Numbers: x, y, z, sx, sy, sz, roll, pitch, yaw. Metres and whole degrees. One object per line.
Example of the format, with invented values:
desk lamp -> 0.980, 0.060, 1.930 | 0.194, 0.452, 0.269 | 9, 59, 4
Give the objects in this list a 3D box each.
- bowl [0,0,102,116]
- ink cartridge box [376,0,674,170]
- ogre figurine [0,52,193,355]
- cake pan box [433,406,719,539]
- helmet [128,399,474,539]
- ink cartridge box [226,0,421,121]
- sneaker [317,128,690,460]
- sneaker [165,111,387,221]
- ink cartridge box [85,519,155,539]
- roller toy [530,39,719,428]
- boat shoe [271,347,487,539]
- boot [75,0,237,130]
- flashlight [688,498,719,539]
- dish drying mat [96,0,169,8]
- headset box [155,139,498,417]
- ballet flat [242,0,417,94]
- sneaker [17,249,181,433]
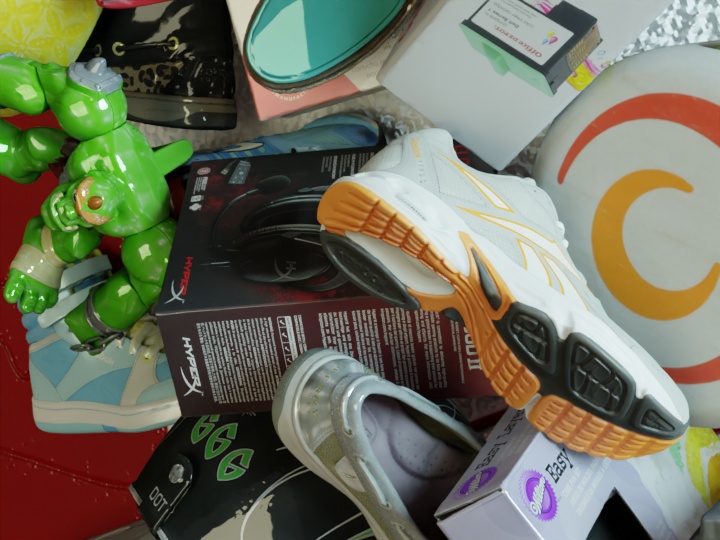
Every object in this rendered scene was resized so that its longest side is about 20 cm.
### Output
bowl -> -0.247, -0.208, 0.959 | 0.200, 0.107, 0.201 | -20, 62, 43
ink cartridge box -> 0.109, -0.163, 0.731 | 0.084, 0.145, 0.200 | 36, 139, -8
ogre figurine -> -0.168, -0.050, 0.906 | 0.119, 0.098, 0.201 | -13, 89, 35
cake pan box -> 0.139, 0.140, 0.771 | 0.052, 0.200, 0.185 | -35, 94, 37
helmet -> -0.018, 0.135, 0.890 | 0.190, 0.200, 0.200 | -34, 75, -10
ink cartridge box -> -0.026, -0.198, 0.869 | 0.116, 0.067, 0.201 | -15, 94, 11
sneaker -> 0.082, 0.002, 0.717 | 0.200, 0.092, 0.076 | 40, 142, 2
sneaker -> -0.066, -0.044, 0.944 | 0.199, 0.090, 0.079 | -11, 96, 34
ink cartridge box -> -0.155, 0.289, 1.092 | 0.144, 0.084, 0.201 | -24, 88, 36
roller toy -> 0.186, -0.022, 0.755 | 0.199, 0.139, 0.184 | -20, 86, 44
boat shoe -> 0.039, 0.110, 0.775 | 0.065, 0.075, 0.202 | 11, 151, 53
boot -> -0.153, -0.179, 0.983 | 0.203, 0.073, 0.155 | 16, 104, 34
flashlight -> 0.215, 0.122, 0.736 | 0.068, 0.200, 0.068 | 34, 120, 20
dish drying mat -> -0.133, -0.245, 0.906 | 0.076, 0.018, 0.201 | -12, 64, -1
headset box -> 0.000, 0.000, 0.836 | 0.199, 0.149, 0.078 | -5, 126, 7
ballet flat -> 0.018, -0.170, 0.797 | 0.068, 0.067, 0.200 | 46, 101, 4
sneaker -> -0.163, 0.040, 1.037 | 0.199, 0.079, 0.131 | -8, 99, 34
